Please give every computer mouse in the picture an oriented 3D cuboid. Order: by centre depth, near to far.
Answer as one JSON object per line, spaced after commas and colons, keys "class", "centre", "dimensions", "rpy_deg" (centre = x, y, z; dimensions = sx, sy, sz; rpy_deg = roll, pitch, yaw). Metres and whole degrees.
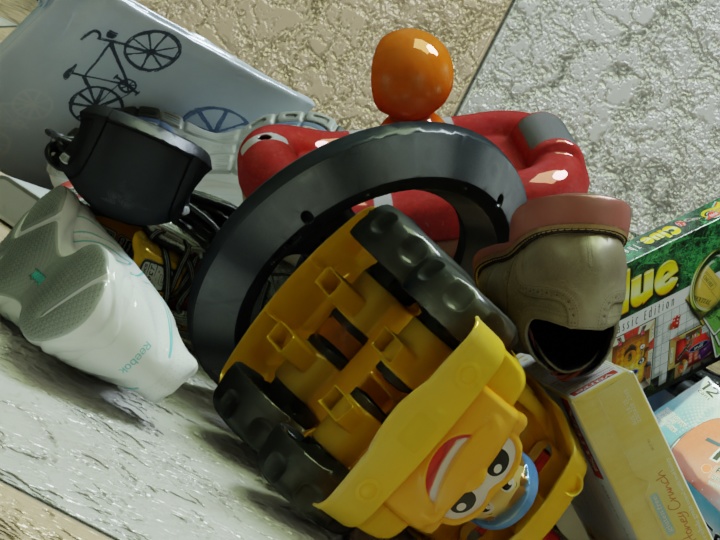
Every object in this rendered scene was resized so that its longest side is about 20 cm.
{"class": "computer mouse", "centre": [-0.099, -0.035, 1.393], "dimensions": [0.140, 0.046, 0.200], "rpy_deg": [25, -7, -13]}

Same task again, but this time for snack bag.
{"class": "snack bag", "centre": [-0.162, -0.103, 1.720], "dimensions": [0.200, 0.188, 0.021], "rpy_deg": [28, 42, -29]}

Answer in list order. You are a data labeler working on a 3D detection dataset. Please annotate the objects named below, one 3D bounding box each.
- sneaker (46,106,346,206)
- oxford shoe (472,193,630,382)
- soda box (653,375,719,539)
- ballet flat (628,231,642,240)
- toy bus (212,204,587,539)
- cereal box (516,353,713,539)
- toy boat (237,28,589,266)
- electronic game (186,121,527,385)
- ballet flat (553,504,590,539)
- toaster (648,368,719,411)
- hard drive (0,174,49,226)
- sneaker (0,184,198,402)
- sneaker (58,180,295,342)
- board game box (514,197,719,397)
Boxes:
{"class": "sneaker", "centre": [-0.103, -0.052, 1.694], "dimensions": [0.199, 0.087, 0.075], "rpy_deg": [4, 45, 6]}
{"class": "oxford shoe", "centre": [0.093, 0.022, 1.328], "dimensions": [0.070, 0.075, 0.200], "rpy_deg": [1, -15, -1]}
{"class": "soda box", "centre": [0.230, 0.153, 1.447], "dimensions": [0.200, 0.063, 0.069], "rpy_deg": [44, -31, 26]}
{"class": "ballet flat", "centre": [0.200, 0.020, 1.679], "dimensions": [0.200, 0.068, 0.075], "rpy_deg": [13, 36, -47]}
{"class": "toy bus", "centre": [0.043, 0.085, 1.299], "dimensions": [0.192, 0.136, 0.200], "rpy_deg": [43, 1, -22]}
{"class": "cereal box", "centre": [0.136, 0.112, 1.378], "dimensions": [0.144, 0.039, 0.200], "rpy_deg": [63, -5, -7]}
{"class": "toy boat", "centre": [0.028, -0.075, 1.508], "dimensions": [0.199, 0.131, 0.131], "rpy_deg": [-8, 25, -6]}
{"class": "electronic game", "centre": [0.000, 0.000, 1.422], "dimensions": [0.200, 0.200, 0.042], "rpy_deg": [21, 27, -46]}
{"class": "ballet flat", "centre": [0.175, 0.160, 1.519], "dimensions": [0.199, 0.068, 0.067], "rpy_deg": [23, 21, 13]}
{"class": "toaster", "centre": [0.229, 0.131, 1.675], "dimensions": [0.180, 0.119, 0.200], "rpy_deg": [24, 6, -24]}
{"class": "hard drive", "centre": [-0.129, -0.003, 1.681], "dimensions": [0.132, 0.026, 0.200], "rpy_deg": [32, 7, 36]}
{"class": "sneaker", "centre": [-0.139, 0.017, 1.328], "dimensions": [0.080, 0.070, 0.200], "rpy_deg": [42, 2, -25]}
{"class": "sneaker", "centre": [-0.103, 0.009, 1.513], "dimensions": [0.199, 0.078, 0.082], "rpy_deg": [19, 9, 7]}
{"class": "board game box", "centre": [0.153, 0.034, 1.545], "dimensions": [0.200, 0.105, 0.023], "rpy_deg": [-24, 35, -35]}
